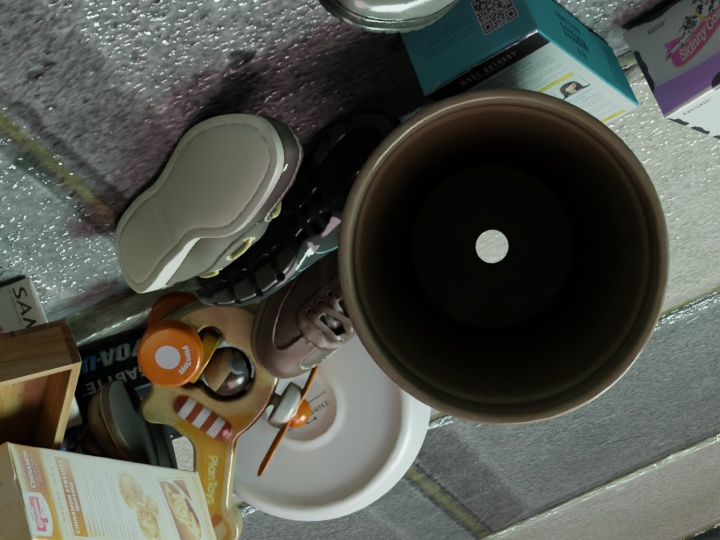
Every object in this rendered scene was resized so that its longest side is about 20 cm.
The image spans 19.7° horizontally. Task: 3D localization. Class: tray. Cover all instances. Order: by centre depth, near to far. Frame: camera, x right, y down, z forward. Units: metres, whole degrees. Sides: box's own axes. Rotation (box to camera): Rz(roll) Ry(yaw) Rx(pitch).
[{"bbox_3d":[-0.245,0.101,1.357,0.098,0.037,0.200,-14,155,-22],"label":"tray"}]

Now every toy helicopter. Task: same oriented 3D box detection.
[{"bbox_3d":[-0.095,0.115,1.510,0.131,0.201,0.079,4,-162,0],"label":"toy helicopter"}]

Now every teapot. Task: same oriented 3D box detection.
[{"bbox_3d":[-0.035,0.094,1.596,0.199,0.199,0.146,7,-173,7],"label":"teapot"}]

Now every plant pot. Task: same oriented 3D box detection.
[{"bbox_3d":[0.085,-0.013,1.312,0.199,0.201,0.174,-23,-177,2],"label":"plant pot"}]

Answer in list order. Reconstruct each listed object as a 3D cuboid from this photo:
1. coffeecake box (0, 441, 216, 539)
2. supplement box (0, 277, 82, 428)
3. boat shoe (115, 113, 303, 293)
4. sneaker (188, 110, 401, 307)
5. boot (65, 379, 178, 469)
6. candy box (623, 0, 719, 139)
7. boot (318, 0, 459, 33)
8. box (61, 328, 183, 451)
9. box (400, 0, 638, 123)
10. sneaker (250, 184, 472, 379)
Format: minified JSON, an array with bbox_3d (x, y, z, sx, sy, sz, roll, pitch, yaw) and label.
[{"bbox_3d":[-0.219,0.192,1.427,0.153,0.073,0.200,-31,155,25],"label":"coffeecake box"},{"bbox_3d":[-0.300,0.090,1.424,0.199,0.074,0.126,-20,160,-8],"label":"supplement box"},{"bbox_3d":[-0.088,-0.045,1.311,0.060,0.072,0.202,-10,163,-36],"label":"boat shoe"},{"bbox_3d":[-0.031,-0.033,1.399,0.200,0.076,0.079,-32,161,26],"label":"sneaker"},{"bbox_3d":[-0.187,0.136,1.548,0.075,0.074,0.200,-12,161,0],"label":"boot"},{"bbox_3d":[0.301,-0.160,1.430,0.167,0.072,0.200,-32,159,25],"label":"candy box"},{"bbox_3d":[0.070,-0.201,1.102,0.199,0.068,0.131,-18,157,-35],"label":"boot"},{"bbox_3d":[-0.233,0.117,1.610,0.199,0.046,0.159,-19,160,-11],"label":"box"},{"bbox_3d":[0.105,-0.129,1.331,0.082,0.049,0.200,-29,160,18],"label":"box"},{"bbox_3d":[0.000,0.000,1.435,0.070,0.076,0.200,39,95,-22],"label":"sneaker"}]
